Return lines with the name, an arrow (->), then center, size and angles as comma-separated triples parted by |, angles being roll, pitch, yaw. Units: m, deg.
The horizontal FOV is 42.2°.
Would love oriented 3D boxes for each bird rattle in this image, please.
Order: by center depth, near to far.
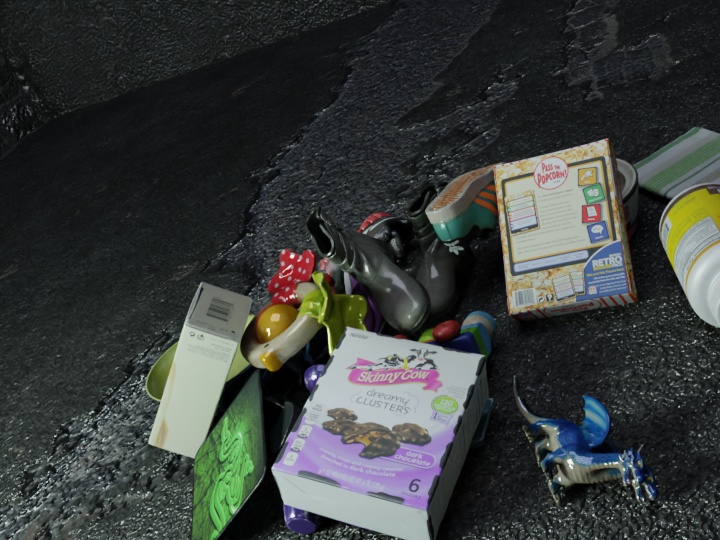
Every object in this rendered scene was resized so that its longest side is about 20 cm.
bird rattle -> -0.088, 0.049, 1.166 | 0.163, 0.113, 0.200 | -43, 33, -13

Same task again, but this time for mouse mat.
mouse mat -> -0.154, 0.222, 1.075 | 0.161, 0.008, 0.200 | -54, 24, 19

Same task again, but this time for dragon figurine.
dragon figurine -> 0.217, 0.164, 0.912 | 0.099, 0.059, 0.200 | -23, 27, 3

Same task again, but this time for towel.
towel -> 0.477, -0.134, 1.290 | 0.149, 0.031, 0.200 | -31, 29, -8

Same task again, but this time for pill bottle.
pill bottle -> 0.402, -0.010, 1.022 | 0.109, 0.110, 0.200 | -18, 27, 13

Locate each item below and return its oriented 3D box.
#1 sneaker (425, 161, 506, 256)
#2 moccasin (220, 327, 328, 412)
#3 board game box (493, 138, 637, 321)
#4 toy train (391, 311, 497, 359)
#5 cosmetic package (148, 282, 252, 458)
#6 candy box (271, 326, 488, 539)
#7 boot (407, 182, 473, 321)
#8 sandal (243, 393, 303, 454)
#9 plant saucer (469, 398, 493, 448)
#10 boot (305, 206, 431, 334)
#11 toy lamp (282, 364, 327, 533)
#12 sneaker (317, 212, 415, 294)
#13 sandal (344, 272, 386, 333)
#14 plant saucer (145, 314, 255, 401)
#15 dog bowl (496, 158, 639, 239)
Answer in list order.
sneaker -> 0.155, -0.085, 1.277 | 0.071, 0.080, 0.200 | -11, 19, 39
moccasin -> -0.093, 0.132, 1.240 | 0.200, 0.081, 0.068 | -49, 36, -15
board game box -> 0.251, -0.049, 1.160 | 0.151, 0.046, 0.201 | -11, 71, 24
toy train -> 0.068, 0.107, 1.142 | 0.199, 0.085, 0.116 | -18, 9, 30
cosmetic package -> -0.204, 0.128, 1.187 | 0.071, 0.201, 0.105 | 19, 29, -7
candy box -> 0.027, 0.166, 0.979 | 0.167, 0.072, 0.200 | 10, 47, 21
boot -> 0.091, -0.029, 1.282 | 0.067, 0.131, 0.200 | -10, 29, 28
sandal -> -0.111, 0.175, 1.096 | 0.076, 0.048, 0.200 | -71, 14, -15
plant saucer -> 0.054, 0.184, 1.063 | 0.199, 0.019, 0.070 | -10, 30, 26
boot -> 0.000, 0.000, 1.201 | 0.068, 0.130, 0.200 | -53, 39, 14
toy lamp -> -0.053, 0.198, 1.052 | 0.058, 0.058, 0.201 | -14, 43, 20
sneaker -> 0.012, -0.024, 1.424 | 0.098, 0.071, 0.200 | 1, 35, 46
sandal -> 0.018, 0.032, 1.304 | 0.050, 0.082, 0.203 | -55, 17, 38
plant saucer -> -0.218, 0.137, 1.371 | 0.199, 0.031, 0.200 | -20, 26, 10
dog bowl -> 0.289, -0.076, 1.283 | 0.199, 0.074, 0.200 | -20, 27, 11
